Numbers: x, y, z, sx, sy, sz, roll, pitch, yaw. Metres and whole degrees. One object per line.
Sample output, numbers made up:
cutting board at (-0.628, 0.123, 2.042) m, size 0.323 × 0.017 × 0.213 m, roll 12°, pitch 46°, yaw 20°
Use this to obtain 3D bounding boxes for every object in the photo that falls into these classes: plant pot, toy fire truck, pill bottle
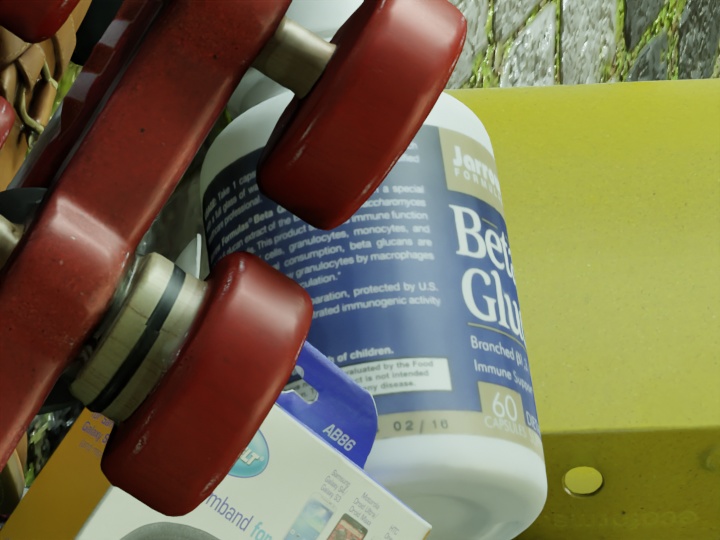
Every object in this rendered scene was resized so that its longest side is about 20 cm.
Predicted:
plant pot at (0.092, 0.056, 1.211) m, size 0.177 × 0.199 × 0.201 m, roll -86°, pitch 172°, yaw -51°
toy fire truck at (-0.069, -0.021, 0.776) m, size 0.201 × 0.112 × 0.168 m, roll -61°, pitch -170°, yaw -15°
pill bottle at (0.000, 0.000, 1.079) m, size 0.111 × 0.111 × 0.201 m, roll 49°, pitch 30°, yaw -63°

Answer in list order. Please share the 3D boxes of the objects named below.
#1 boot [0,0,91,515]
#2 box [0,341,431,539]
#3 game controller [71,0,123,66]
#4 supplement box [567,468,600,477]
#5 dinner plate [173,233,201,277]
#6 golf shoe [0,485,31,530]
boot at (-0.119, -0.030, 0.908) m, size 0.200 × 0.073 × 0.155 m, roll 77°, pitch 30°, yaw -52°
box at (-0.063, 0.111, 0.934) m, size 0.119 × 0.041 × 0.200 m, roll 39°, pitch 83°, yaw -37°
game controller at (-0.051, -0.150, 1.052) m, size 0.200 × 0.042 × 0.105 m, roll -47°, pitch 158°, yaw -49°
supplement box at (0.050, 0.148, 1.348) m, size 0.200 × 0.110 × 0.086 m, roll -60°, pitch 153°, yaw -34°
dinner plate at (-0.076, 0.086, 1.056) m, size 0.200 × 0.024 × 0.201 m, roll -173°, pitch -90°, yaw -87°
golf shoe at (-0.125, 0.173, 1.002) m, size 0.092 × 0.072 × 0.201 m, roll 26°, pitch 78°, yaw -68°
